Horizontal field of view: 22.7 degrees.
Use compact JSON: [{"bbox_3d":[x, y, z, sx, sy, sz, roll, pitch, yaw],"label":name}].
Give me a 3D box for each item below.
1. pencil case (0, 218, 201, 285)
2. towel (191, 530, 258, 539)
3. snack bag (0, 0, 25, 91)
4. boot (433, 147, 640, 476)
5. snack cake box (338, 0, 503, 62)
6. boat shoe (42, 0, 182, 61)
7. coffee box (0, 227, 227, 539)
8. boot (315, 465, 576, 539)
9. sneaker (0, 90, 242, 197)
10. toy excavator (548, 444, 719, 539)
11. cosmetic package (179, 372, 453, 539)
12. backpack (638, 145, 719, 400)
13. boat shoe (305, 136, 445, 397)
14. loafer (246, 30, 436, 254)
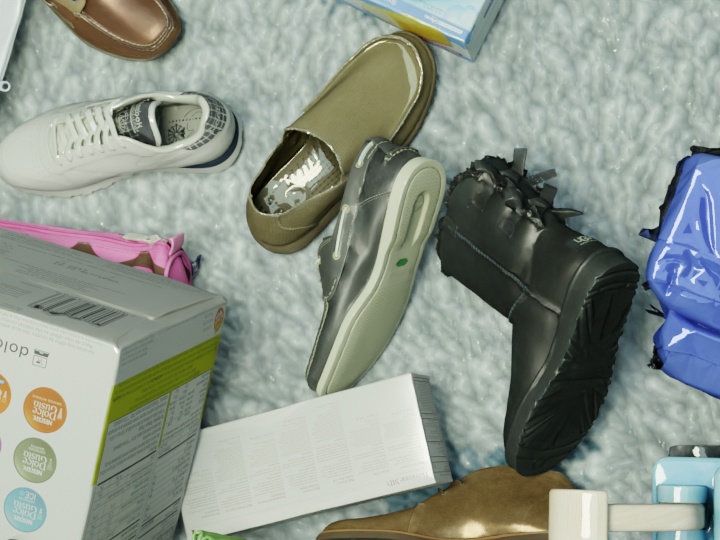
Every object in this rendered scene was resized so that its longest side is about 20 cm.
[{"bbox_3d":[-0.227,0.006,1.372,0.199,0.091,0.094,7,115,10],"label":"pencil case"},{"bbox_3d":[-0.114,0.287,1.281,0.031,0.149,0.201,13,83,21],"label":"towel"},{"bbox_3d":[-0.359,-0.154,1.426,0.188,0.021,0.201,15,85,28],"label":"snack bag"},{"bbox_3d":[0.112,0.026,1.298,0.162,0.073,0.199,42,127,41],"label":"boot"},{"bbox_3d":[0.021,-0.256,1.373,0.199,0.067,0.115,26,88,12],"label":"snack cake box"},{"bbox_3d":[-0.229,-0.233,1.411,0.200,0.072,0.076,34,89,13],"label":"boat shoe"},{"bbox_3d":[-0.234,0.099,1.242,0.199,0.200,0.199,16,103,13],"label":"coffee box"},{"bbox_3d":[0.066,0.187,1.315,0.199,0.074,0.076,-3,54,12],"label":"boot"},{"bbox_3d":[-0.194,-0.106,1.384,0.199,0.080,0.077,-10,82,10],"label":"sneaker"},{"bbox_3d":[0.229,0.164,1.209,0.194,0.200,0.100,1,82,10],"label":"toy excavator"},{"bbox_3d":[-0.038,0.140,1.323,0.199,0.051,0.083,-15,78,17],"label":"cosmetic package"},{"bbox_3d":[0.267,0.004,1.227,0.162,0.200,0.168,25,96,8],"label":"backpack"},{"bbox_3d":[0.000,0.000,1.334,0.067,0.072,0.201,28,106,30],"label":"boat shoe"},{"bbox_3d":[-0.015,-0.098,1.356,0.076,0.067,0.200,35,90,13],"label":"loafer"}]
